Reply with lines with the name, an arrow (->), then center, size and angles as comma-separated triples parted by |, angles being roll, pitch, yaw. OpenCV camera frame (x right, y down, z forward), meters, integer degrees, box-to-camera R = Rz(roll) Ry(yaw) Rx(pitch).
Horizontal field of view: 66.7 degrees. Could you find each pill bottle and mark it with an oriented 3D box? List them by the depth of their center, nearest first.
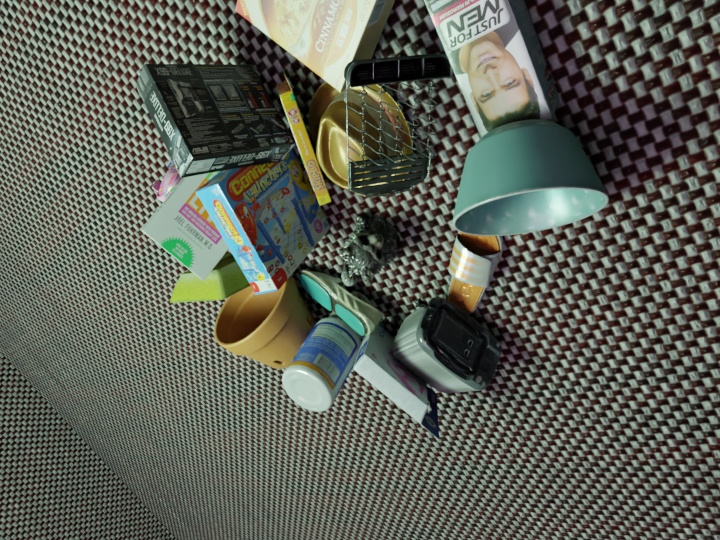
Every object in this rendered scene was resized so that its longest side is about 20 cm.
pill bottle -> -0.063, 0.166, 1.083 | 0.109, 0.201, 0.114 | 15, 131, 18

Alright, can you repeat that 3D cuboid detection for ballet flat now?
ballet flat -> -0.037, 0.055, 1.079 | 0.199, 0.062, 0.068 | 38, 146, 25

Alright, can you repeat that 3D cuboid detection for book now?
book -> -0.265, -0.106, 0.954 | 0.133, 0.202, 0.048 | 43, 165, -32

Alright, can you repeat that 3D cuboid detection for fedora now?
fedora -> -0.014, -0.194, 0.855 | 0.196, 0.082, 0.205 | 17, 131, 20

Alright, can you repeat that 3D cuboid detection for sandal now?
sandal -> 0.183, 0.011, 0.909 | 0.077, 0.060, 0.211 | 19, 132, 17

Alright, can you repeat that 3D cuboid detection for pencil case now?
pencil case -> -0.283, -0.115, 1.016 | 0.086, 0.089, 0.199 | -17, 137, 39

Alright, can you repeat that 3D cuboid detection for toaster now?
toaster -> 0.143, 0.136, 0.980 | 0.198, 0.115, 0.129 | 35, 150, -10

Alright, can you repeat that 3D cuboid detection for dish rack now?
dish rack -> 0.047, -0.198, 0.772 | 0.055, 0.149, 0.205 | -124, 29, -54

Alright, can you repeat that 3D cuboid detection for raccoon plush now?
raccoon plush -> 0.000, 0.000, 0.961 | 0.095, 0.135, 0.203 | 26, 134, 9

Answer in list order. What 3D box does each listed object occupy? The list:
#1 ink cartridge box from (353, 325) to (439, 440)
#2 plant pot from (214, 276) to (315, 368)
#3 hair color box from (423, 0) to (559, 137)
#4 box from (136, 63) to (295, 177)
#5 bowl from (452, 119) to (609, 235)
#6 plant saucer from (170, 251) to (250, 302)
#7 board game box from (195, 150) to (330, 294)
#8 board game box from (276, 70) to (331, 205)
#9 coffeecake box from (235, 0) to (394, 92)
ink cartridge box -> 0.082, 0.198, 1.032 | 0.198, 0.197, 0.044 | 39, 103, -2
plant pot -> -0.186, 0.108, 1.139 | 0.196, 0.203, 0.140 | -12, 134, 37
hair color box -> 0.168, -0.278, 0.692 | 0.097, 0.061, 0.203 | -13, 117, 38
box -> -0.216, -0.236, 0.838 | 0.050, 0.198, 0.160 | -37, 80, 43
bowl -> 0.213, -0.122, 0.718 | 0.197, 0.198, 0.108 | -14, 74, 38
plant saucer -> -0.253, -0.001, 1.072 | 0.196, 0.198, 0.049 | -6, 107, 43
board game box -> -0.155, -0.101, 0.935 | 0.055, 0.201, 0.199 | -8, 121, 34
board game box -> -0.094, -0.215, 0.888 | 0.029, 0.096, 0.204 | -18, 118, -2
coffeecake box -> -0.061, -0.375, 0.743 | 0.198, 0.073, 0.155 | 38, 135, 7
